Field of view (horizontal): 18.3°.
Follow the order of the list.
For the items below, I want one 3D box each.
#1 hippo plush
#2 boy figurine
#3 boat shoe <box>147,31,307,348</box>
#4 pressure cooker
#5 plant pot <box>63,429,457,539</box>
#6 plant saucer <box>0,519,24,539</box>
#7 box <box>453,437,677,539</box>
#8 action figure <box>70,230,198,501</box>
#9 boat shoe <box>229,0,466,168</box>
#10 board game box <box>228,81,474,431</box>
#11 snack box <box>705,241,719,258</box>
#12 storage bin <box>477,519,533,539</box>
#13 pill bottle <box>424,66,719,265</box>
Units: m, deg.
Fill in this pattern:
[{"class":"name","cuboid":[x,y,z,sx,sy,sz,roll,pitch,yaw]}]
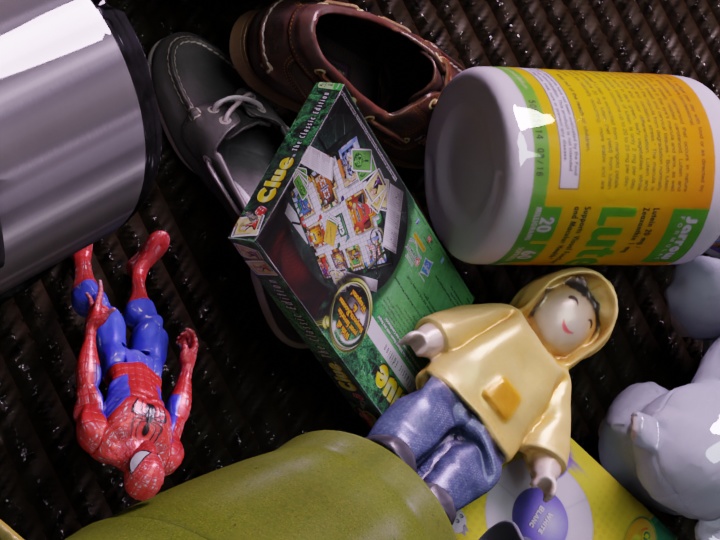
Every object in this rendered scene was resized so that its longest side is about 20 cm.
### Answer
[{"class":"hippo plush","cuboid":[0.235,0.094,1.335,0.159,0.200,0.161,46,72,-19]},{"class":"boy figurine","cuboid":[0.079,0.071,1.252,0.200,0.064,0.125,-40,95,-34]},{"class":"boat shoe","cuboid":[-0.054,-0.053,1.272,0.067,0.057,0.201,-25,87,-35]},{"class":"pressure cooker","cuboid":[-0.222,-0.063,1.100,0.200,0.176,0.179,-31,87,-39]},{"class":"plant pot","cuboid":[-0.050,0.180,1.127,0.193,0.200,0.201,-36,93,-47]},{"class":"plant saucer","cuboid":[-0.146,0.233,1.028,0.200,0.200,0.048,39,20,10]},{"class":"box","cuboid":[0.100,0.156,1.300,0.200,0.048,0.118,43,56,-14]},{"class":"action figure","cuboid":[-0.118,0.044,1.147,0.065,0.052,0.200,24,33,-28]},{"class":"boat shoe","cuboid":[0.017,-0.107,1.303,0.200,0.070,0.071,15,73,-45]},{"class":"board game box","cuboid":[0.000,0.000,1.218,0.105,0.023,0.200,-63,143,-26]},{"class":"snack box","cuboid":[0.193,-0.051,1.415,0.199,0.072,0.024,21,62,-25]},{"class":"storage bin","cuboid":[0.120,0.236,1.177,0.134,0.200,0.146,30,102,-20]},{"class":"pill bottle","cuboid":[0.147,-0.059,1.292,0.199,0.111,0.112,0,73,-25]}]
